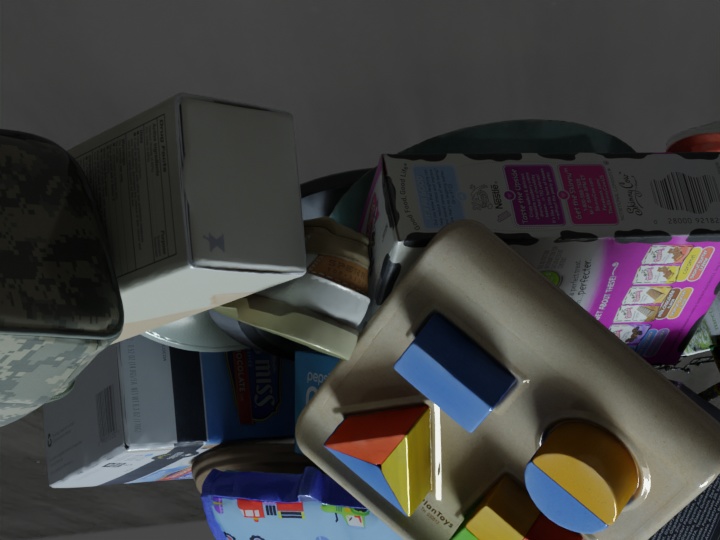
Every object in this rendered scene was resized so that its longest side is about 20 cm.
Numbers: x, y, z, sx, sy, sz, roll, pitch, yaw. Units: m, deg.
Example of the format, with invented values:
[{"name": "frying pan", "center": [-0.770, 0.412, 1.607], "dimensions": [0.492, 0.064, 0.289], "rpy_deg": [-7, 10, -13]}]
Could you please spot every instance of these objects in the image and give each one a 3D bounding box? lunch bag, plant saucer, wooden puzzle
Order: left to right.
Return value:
[{"name": "lunch bag", "center": [-0.247, 0.018, 0.991], "dimensions": [0.199, 0.140, 0.168], "rpy_deg": [4, 144, -41]}, {"name": "plant saucer", "center": [-0.020, 0.161, 1.351], "dimensions": [0.199, 0.030, 0.200], "rpy_deg": [7, 160, 3]}, {"name": "lunch bag", "center": [-0.006, 0.181, 1.254], "dimensions": [0.150, 0.095, 0.200], "rpy_deg": [2, 150, 23]}, {"name": "wooden puzzle", "center": [0.067, 0.095, 1.028], "dimensions": [0.046, 0.185, 0.200], "rpy_deg": [-46, 174, -47]}, {"name": "plant saucer", "center": [0.078, -0.014, 1.155], "dimensions": [0.200, 0.039, 0.201], "rpy_deg": [-7, 148, -5]}]

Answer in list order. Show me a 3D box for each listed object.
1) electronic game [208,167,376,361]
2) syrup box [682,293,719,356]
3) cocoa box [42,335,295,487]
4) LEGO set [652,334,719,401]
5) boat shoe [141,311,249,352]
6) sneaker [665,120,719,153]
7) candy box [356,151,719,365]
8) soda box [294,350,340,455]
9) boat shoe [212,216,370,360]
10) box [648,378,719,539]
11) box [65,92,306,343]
[{"name": "electronic game", "center": [0.000, 0.000, 1.228], "dimensions": [0.199, 0.042, 0.200], "rpy_deg": [-8, 146, -5]}, {"name": "syrup box", "center": [0.239, 0.014, 1.376], "dimensions": [0.081, 0.079, 0.200], "rpy_deg": [-18, 179, -43]}, {"name": "cocoa box", "center": [-0.140, 0.075, 1.394], "dimensions": [0.131, 0.134, 0.200], "rpy_deg": [-1, 167, -25]}, {"name": "LEGO set", "center": [0.172, 0.035, 1.298], "dimensions": [0.199, 0.155, 0.116], "rpy_deg": [-2, -159, 43]}, {"name": "boat shoe", "center": [-0.064, 0.010, 1.298], "dimensions": [0.199, 0.061, 0.076], "rpy_deg": [4, 137, -24]}, {"name": "sneaker", "center": [0.250, -0.035, 1.182], "dimensions": [0.077, 0.082, 0.199], "rpy_deg": [-17, 163, 42]}, {"name": "candy box", "center": [0.097, -0.003, 1.083], "dimensions": [0.199, 0.061, 0.137], "rpy_deg": [-1, 146, -14]}, {"name": "soda box", "center": [0.041, 0.089, 1.172], "dimensions": [0.064, 0.068, 0.200], "rpy_deg": [-1, -175, -36]}, {"name": "boat shoe", "center": [-0.054, -0.003, 1.102], "dimensions": [0.075, 0.069, 0.200], "rpy_deg": [23, 176, -36]}, {"name": "box", "center": [0.165, 0.135, 1.216], "dimensions": [0.182, 0.105, 0.200], "rpy_deg": [32, 168, -35]}, {"name": "box", "center": [-0.122, -0.021, 1.059], "dimensions": [0.077, 0.096, 0.199], "rpy_deg": [5, 165, -40]}]
